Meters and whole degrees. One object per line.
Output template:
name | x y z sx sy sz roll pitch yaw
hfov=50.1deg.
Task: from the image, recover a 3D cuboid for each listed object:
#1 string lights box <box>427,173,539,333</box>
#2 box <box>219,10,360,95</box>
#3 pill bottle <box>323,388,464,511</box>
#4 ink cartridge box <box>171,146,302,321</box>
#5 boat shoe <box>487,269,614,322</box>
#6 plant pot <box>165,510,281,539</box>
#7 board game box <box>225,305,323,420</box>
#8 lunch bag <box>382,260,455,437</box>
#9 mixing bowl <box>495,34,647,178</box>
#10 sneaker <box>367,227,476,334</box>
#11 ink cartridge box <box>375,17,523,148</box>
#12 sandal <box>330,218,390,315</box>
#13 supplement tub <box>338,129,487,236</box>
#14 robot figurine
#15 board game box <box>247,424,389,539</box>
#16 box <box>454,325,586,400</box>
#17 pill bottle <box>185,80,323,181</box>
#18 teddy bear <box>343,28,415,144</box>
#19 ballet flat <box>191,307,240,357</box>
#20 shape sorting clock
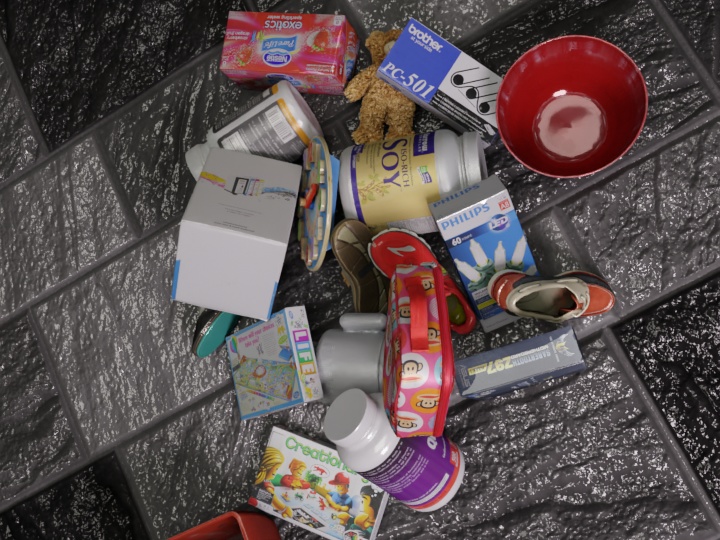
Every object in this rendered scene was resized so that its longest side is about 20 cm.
string lights box | 0.179 -0.021 1.062 0.103 0.059 0.200 -25 120 6
box | -0.111 -0.345 1.228 0.200 0.095 0.100 8 86 16
pill bottle | 0.045 0.242 1.053 0.112 0.200 0.112 -32 36 26
ink cartridge box | -0.176 -0.058 1.121 0.145 0.200 0.147 13 128 -6
boat shoe | 0.269 0.038 1.041 0.200 0.063 0.071 6 107 -25
plant pot | -0.191 0.460 1.110 0.200 0.176 0.200 -26 77 12
board game box | -0.132 0.142 1.145 0.200 0.034 0.135 -26 74 52
lunch bag | 0.070 0.090 0.965 0.082 0.176 0.200 0 47 -1
mixing bowl | 0.296 -0.218 1.092 0.200 0.108 0.200 -2 83 15
sneaker | 0.096 0.016 1.088 0.200 0.085 0.077 40 97 -20
ink cartridge box | 0.131 -0.276 1.145 0.200 0.044 0.094 33 91 -3
sandal | 0.000 0.000 1.127 0.080 0.200 0.054 -39 40 -17
supplement tub | 0.081 -0.125 1.122 0.200 0.145 0.146 -8 81 15
robot figurine | 0.008 0.144 1.126 0.200 0.113 0.170 0 104 16
board game box | -0.059 0.327 1.163 0.200 0.035 0.126 17 88 17
box | 0.216 0.128 1.024 0.158 0.200 0.051 -20 75 12
pill bottle | -0.168 -0.201 1.217 0.200 0.116 0.116 -31 76 11
teddy bear | 0.047 -0.278 1.191 0.145 0.067 0.200 25 91 15
ballet flat | -0.210 0.046 1.229 0.068 0.068 0.200 38 84 26
shape sorting clock | -0.071 -0.099 1.144 0.039 0.200 0.200 6 84 -15
